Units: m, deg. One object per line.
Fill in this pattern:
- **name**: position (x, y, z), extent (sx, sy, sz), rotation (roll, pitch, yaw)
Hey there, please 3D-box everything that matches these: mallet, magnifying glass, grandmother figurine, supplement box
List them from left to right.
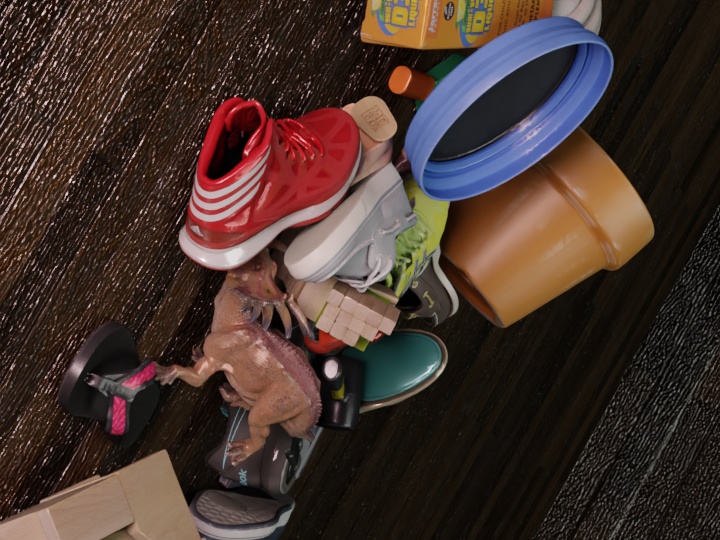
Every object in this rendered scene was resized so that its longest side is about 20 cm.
- **mallet**: position (-0.019, 0.085, 1.712), extent (0.200, 0.041, 0.066), rotation (89, 7, -73)
- **grandmother figurine**: position (0.007, -0.081, 1.773), extent (0.121, 0.061, 0.200), rotation (-28, 158, -10)
- **magnifying glass**: position (0.065, -0.166, 1.860), extent (0.080, 0.022, 0.200), rotation (-64, 162, 8)
- **supplement box**: position (0.083, -0.219, 1.671), extent (0.199, 0.069, 0.067), rotation (-11, 113, -52)

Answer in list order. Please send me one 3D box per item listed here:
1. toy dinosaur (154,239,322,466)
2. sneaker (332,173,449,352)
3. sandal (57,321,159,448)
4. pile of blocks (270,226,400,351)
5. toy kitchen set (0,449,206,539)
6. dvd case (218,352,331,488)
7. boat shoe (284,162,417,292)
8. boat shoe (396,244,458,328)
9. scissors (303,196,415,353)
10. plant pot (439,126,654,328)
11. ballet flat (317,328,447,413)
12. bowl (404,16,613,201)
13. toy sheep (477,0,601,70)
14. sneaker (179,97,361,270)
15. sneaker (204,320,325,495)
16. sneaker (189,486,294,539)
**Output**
- **toy dinosaur**: position (-0.073, 0.074, 1.624), extent (0.135, 0.200, 0.086), rotation (-27, -154, 23)
- **sneaker**: position (0.030, -0.008, 1.880), extent (0.201, 0.075, 0.076), rotation (-58, -165, -18)
- **sandal**: position (-0.176, 0.093, 1.525), extent (0.075, 0.045, 0.200), rotation (-57, 163, -11)
- **pile of blocks**: position (-0.024, 0.025, 1.675), extent (0.062, 0.082, 0.200), rotation (-61, -154, 13)
- **toy kitchen set**: position (-0.214, 0.271, 1.528), extent (0.162, 0.201, 0.180), rotation (-22, 179, 25)
- **dvd case**: position (-0.065, 0.141, 1.978), extent (0.149, 0.016, 0.200), rotation (-63, 163, 5)
- **boat shoe**: position (0.003, -0.025, 1.613), extent (0.070, 0.072, 0.201), rotation (-31, -172, 27)
- **boat shoe**: position (0.050, 0.011, 2.019), extent (0.060, 0.072, 0.200), rotation (-50, 157, -14)
- **scissors**: position (0.000, 0.000, 1.740), extent (0.201, 0.073, 0.014), rotation (-75, 154, -47)
- **plant pot**: position (0.172, -0.047, 2.109), extent (0.183, 0.200, 0.200), rotation (-42, 160, -7)
- **ballet flat**: position (-0.014, 0.105, 1.848), extent (0.199, 0.070, 0.070), rotation (-17, 161, 5)
- **bowl**: position (0.125, -0.139, 1.730), extent (0.200, 0.039, 0.201), rotation (-30, 158, -13)
- **toy sheep**: position (0.157, -0.234, 1.833), extent (0.138, 0.137, 0.200), rotation (-56, 179, -16)
- **sneaker**: position (-0.056, -0.091, 1.530), extent (0.200, 0.078, 0.116), rotation (-48, 160, -41)
- **sneaker**: position (-0.080, 0.096, 1.779), extent (0.076, 0.079, 0.201), rotation (74, 27, -60)
- **sneaker**: position (-0.131, 0.280, 1.902), extent (0.147, 0.077, 0.202), rotation (-65, 164, 4)
